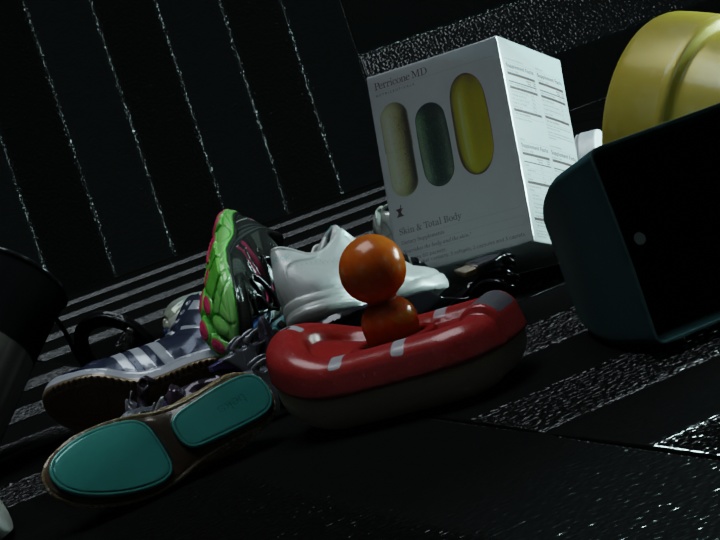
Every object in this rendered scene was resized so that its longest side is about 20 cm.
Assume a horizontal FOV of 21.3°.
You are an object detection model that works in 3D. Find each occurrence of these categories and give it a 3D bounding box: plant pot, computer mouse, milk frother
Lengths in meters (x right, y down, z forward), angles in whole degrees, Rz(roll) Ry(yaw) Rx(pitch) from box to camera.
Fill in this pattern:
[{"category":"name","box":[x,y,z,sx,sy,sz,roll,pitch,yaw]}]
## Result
[{"category":"plant pot","box":[0.220,-0.028,1.418,0.140,0.143,0.200,-20,-1,-14]},{"category":"computer mouse","box":[0.050,0.040,1.651,0.199,0.046,0.140,-13,-17,-37]},{"category":"plant pot","box":[0.340,-0.118,1.651,0.188,0.203,0.200,10,25,43]},{"category":"milk frother","box":[-0.316,0.106,1.806,0.198,0.181,0.190,8,60,22]}]

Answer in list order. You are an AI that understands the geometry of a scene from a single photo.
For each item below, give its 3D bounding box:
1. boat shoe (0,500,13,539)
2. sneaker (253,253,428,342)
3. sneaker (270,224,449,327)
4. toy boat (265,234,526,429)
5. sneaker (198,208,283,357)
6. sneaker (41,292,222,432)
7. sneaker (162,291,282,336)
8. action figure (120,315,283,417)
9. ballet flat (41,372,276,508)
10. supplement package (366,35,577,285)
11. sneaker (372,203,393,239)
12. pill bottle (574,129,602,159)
[{"category":"boat shoe","box":[-0.321,0.185,1.488,0.068,0.072,0.200,-41,18,-9]},{"category":"sneaker","box":[-0.019,0.040,1.787,0.199,0.078,0.086,-22,4,-29]},{"category":"sneaker","box":[0.000,0.000,1.701,0.199,0.089,0.075,-5,-26,-49]},{"category":"toy boat","box":[0.019,0.037,1.440,0.198,0.132,0.130,-16,6,23]},{"category":"sneaker","box":[-0.100,0.008,1.735,0.083,0.077,0.201,12,33,-7]},{"category":"sneaker","box":[-0.191,0.085,1.765,0.198,0.071,0.109,-11,35,12]},{"category":"sneaker","box":[-0.122,0.040,2.171,0.199,0.078,0.085,-30,21,-28]},{"category":"action figure","box":[-0.147,0.112,1.580,0.199,0.070,0.130,-25,17,-18]},{"category":"ballet flat","box":[-0.153,0.139,1.454,0.199,0.071,0.065,-19,-21,-29]},{"category":"supplement package","box":[0.118,-0.102,1.880,0.151,0.202,0.150,-15,-11,29]},{"category":"sneaker","box":[0.046,-0.044,2.302,0.074,0.082,0.200,-20,5,-3]},{"category":"pill bottle","box":[0.183,-0.089,2.135,0.198,0.114,0.113,-16,7,20]}]
